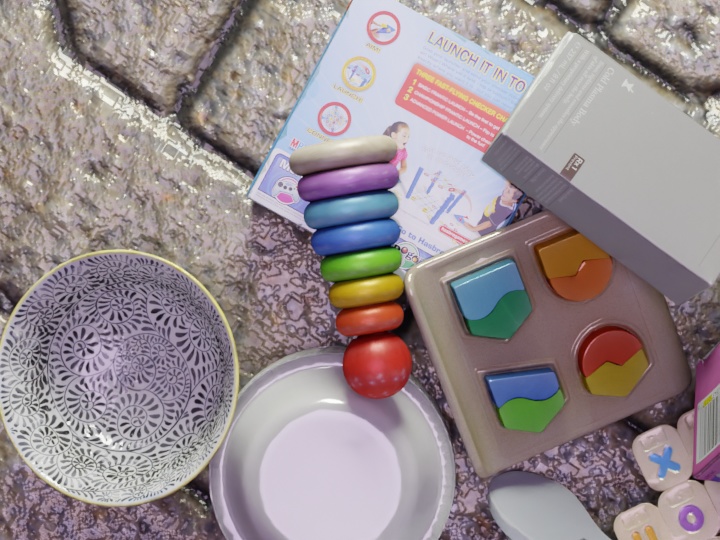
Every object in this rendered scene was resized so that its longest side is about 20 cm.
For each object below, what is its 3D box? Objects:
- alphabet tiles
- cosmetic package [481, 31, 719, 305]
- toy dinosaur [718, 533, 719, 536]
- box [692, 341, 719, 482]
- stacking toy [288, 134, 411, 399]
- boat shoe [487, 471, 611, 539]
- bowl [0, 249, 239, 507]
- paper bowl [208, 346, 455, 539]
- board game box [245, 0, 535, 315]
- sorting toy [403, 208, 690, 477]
[{"bbox_3d":[0.305,0.196,1.557,0.200,0.015,0.196,-27,73,6],"label":"alphabet tiles"},{"bbox_3d":[0.205,-0.076,1.523,0.200,0.090,0.107,34,75,1],"label":"cosmetic package"},{"bbox_3d":[0.274,0.271,1.606,0.200,0.102,0.136,-34,76,24],"label":"toy dinosaur"},{"bbox_3d":[0.366,0.099,1.460,0.199,0.176,0.097,8,67,-7],"label":"box"},{"bbox_3d":[0.000,0.000,1.533,0.085,0.085,0.201,-9,89,2],"label":"stacking toy"},{"bbox_3d":[0.168,0.232,1.571,0.068,0.200,0.057,-19,130,-30],"label":"boat shoe"},{"bbox_3d":[-0.182,0.085,1.593,0.200,0.094,0.202,0,88,11],"label":"bowl"},{"bbox_3d":[-0.022,0.164,1.592,0.200,0.104,0.202,0,92,1],"label":"paper bowl"},{"bbox_3d":[0.041,-0.098,1.603,0.200,0.056,0.196,29,93,1],"label":"board game box"},{"bbox_3d":[0.153,0.049,1.580,0.199,0.036,0.186,-24,104,-8],"label":"sorting toy"}]
